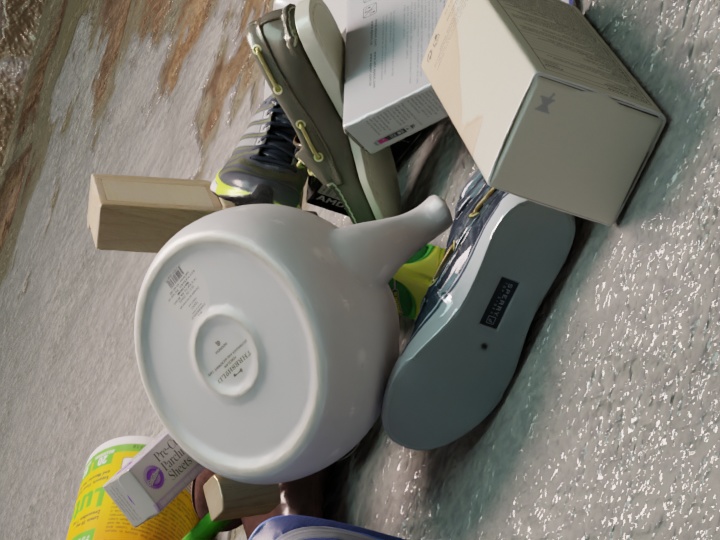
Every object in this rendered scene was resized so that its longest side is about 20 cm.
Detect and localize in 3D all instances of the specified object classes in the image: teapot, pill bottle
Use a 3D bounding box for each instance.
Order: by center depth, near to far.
[{"bbox_3d":[-0.047,0.044,1.433,0.199,0.146,0.199,9,106,35],"label":"teapot"},{"bbox_3d":[-0.202,0.251,1.837,0.111,0.111,0.201,-56,18,40],"label":"pill bottle"}]

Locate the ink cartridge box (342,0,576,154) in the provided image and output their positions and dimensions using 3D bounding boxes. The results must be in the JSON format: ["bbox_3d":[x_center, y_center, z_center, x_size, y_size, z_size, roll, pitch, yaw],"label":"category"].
[{"bbox_3d":[0.077,-0.202,1.549,0.199,0.043,0.197,-23,44,27],"label":"ink cartridge box"}]

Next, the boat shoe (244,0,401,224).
[{"bbox_3d":[-0.024,-0.108,1.595,0.060,0.202,0.072,-14,29,18],"label":"boat shoe"}]

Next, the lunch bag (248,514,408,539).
[{"bbox_3d":[-0.024,0.260,1.315,0.132,0.135,0.201,-122,51,-67],"label":"lunch bag"}]

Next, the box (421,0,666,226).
[{"bbox_3d":[0.111,-0.113,1.340,0.200,0.094,0.078,-109,40,-63],"label":"box"}]

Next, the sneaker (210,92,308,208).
[{"bbox_3d":[-0.067,-0.096,1.660,0.200,0.073,0.081,-85,17,-70],"label":"sneaker"}]

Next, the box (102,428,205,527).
[{"bbox_3d":[-0.110,0.113,1.567,0.039,0.042,0.200,-34,6,45],"label":"box"}]

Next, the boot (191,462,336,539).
[{"bbox_3d":[-0.081,0.188,1.642,0.200,0.072,0.167,-52,25,39],"label":"boot"}]

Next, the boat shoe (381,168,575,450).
[{"bbox_3d":[0.074,0.018,1.375,0.201,0.071,0.091,-59,18,21],"label":"boat shoe"}]

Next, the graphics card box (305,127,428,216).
[{"bbox_3d":[0.020,-0.146,1.695,0.200,0.051,0.126,130,151,-51],"label":"graphics card box"}]

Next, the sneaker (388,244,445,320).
[{"bbox_3d":[0.000,0.000,1.565,0.200,0.083,0.075,166,120,-69],"label":"sneaker"}]

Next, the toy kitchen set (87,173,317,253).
[{"bbox_3d":[-0.142,0.019,1.754,0.163,0.179,0.201,-122,37,-67],"label":"toy kitchen set"}]

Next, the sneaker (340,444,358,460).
[{"bbox_3d":[-0.070,0.046,1.566,0.074,0.200,0.089,-31,20,27],"label":"sneaker"}]

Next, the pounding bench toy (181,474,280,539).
[{"bbox_3d":[-0.111,0.234,1.509,0.156,0.124,0.201,1,87,61],"label":"pounding bench toy"}]

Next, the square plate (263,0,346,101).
[{"bbox_3d":[-0.038,-0.239,1.980,0.200,0.028,0.199,128,152,-47],"label":"square plate"}]
